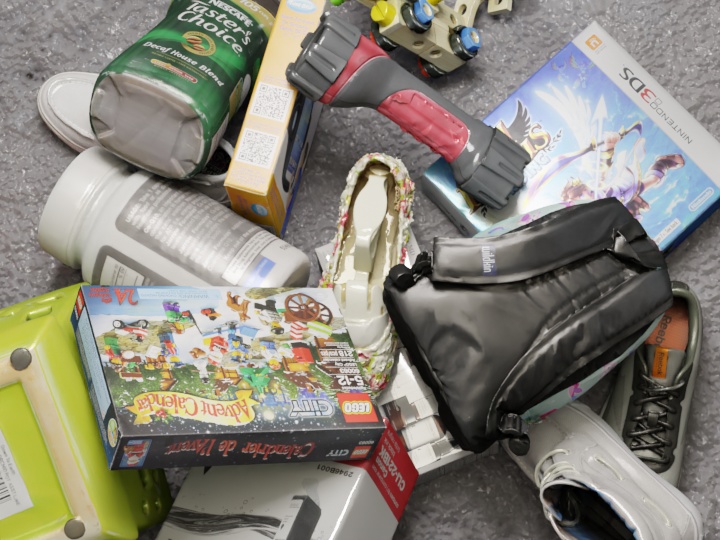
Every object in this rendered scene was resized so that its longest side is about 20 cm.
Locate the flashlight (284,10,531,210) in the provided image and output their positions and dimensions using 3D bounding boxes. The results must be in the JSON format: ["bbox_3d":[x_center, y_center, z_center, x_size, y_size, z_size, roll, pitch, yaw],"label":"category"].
[{"bbox_3d":[0.038,-0.118,1.321,0.199,0.068,0.068,35,96,-12],"label":"flashlight"}]

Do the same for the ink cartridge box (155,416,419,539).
[{"bbox_3d":[-0.065,0.200,1.258,0.143,0.084,0.201,8,57,29],"label":"ink cartridge box"}]

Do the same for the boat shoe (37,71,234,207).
[{"bbox_3d":[-0.183,-0.114,1.412,0.199,0.069,0.072,32,77,11],"label":"boat shoe"}]

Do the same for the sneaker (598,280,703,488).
[{"bbox_3d":[0.222,0.102,1.321,0.073,0.079,0.203,10,78,5],"label":"sneaker"}]

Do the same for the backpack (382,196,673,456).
[{"bbox_3d":[0.129,0.025,1.279,0.199,0.127,0.168,-29,95,-8],"label":"backpack"}]

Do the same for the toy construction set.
[{"bbox_3d":[0.049,-0.239,1.408,0.198,0.092,0.133,12,59,-33],"label":"toy construction set"}]

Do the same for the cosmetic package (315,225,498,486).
[{"bbox_3d":[0.036,0.063,1.358,0.082,0.051,0.202,-21,73,-4],"label":"cosmetic package"}]

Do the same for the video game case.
[{"bbox_3d":[0.181,-0.074,1.394,0.200,0.046,0.181,-41,75,-9],"label":"video game case"}]

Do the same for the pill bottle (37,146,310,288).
[{"bbox_3d":[-0.149,-0.010,1.356,0.199,0.114,0.114,30,77,11],"label":"pill bottle"}]

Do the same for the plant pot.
[{"bbox_3d":[-0.263,0.136,1.254,0.197,0.181,0.202,-21,93,-1],"label":"plant pot"}]

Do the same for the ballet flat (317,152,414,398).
[{"bbox_3d":[0.000,0.000,1.319,0.075,0.064,0.203,4,74,5],"label":"ballet flat"}]

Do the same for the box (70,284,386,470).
[{"bbox_3d":[-0.094,0.072,1.210,0.198,0.038,0.137,1,45,-27],"label":"box"}]

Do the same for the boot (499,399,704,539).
[{"bbox_3d":[0.159,0.152,1.270,0.199,0.095,0.074,34,107,35],"label":"boot"}]

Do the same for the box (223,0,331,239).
[{"bbox_3d":[-0.058,-0.136,1.386,0.041,0.119,0.202,16,75,8],"label":"box"}]

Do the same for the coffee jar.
[{"bbox_3d":[-0.131,-0.162,1.372,0.103,0.086,0.201,24,38,4],"label":"coffee jar"}]
